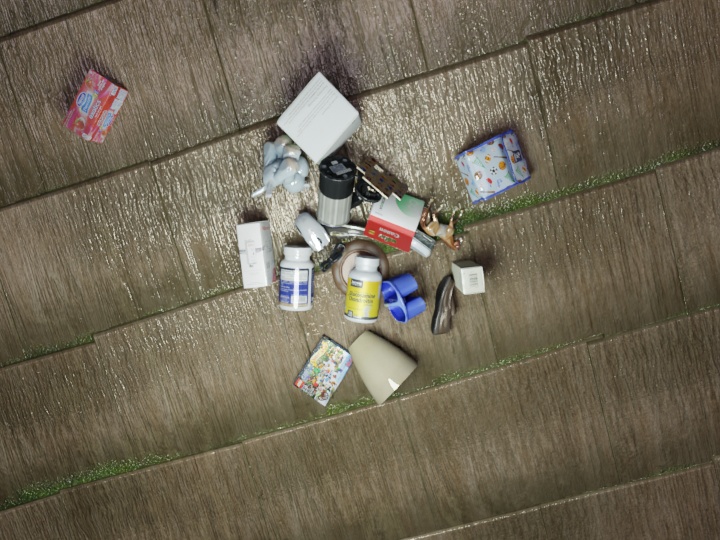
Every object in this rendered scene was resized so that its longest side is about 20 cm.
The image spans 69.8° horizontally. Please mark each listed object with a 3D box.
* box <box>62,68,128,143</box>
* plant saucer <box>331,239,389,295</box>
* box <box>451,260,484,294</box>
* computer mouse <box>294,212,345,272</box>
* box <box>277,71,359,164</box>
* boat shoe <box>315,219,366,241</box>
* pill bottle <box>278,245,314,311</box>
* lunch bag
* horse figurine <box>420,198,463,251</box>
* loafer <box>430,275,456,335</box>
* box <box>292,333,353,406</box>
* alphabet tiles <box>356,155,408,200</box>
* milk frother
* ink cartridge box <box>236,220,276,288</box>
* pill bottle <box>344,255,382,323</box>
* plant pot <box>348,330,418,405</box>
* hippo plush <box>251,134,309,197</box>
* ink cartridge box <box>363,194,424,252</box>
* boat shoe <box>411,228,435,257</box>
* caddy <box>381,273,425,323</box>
[{"bbox_3d":[-0.850,-0.525,1.660,0.094,0.100,0.202,32,98,-2],"label":"box"},{"bbox_3d":[0.000,0.000,1.720,0.195,0.037,0.205,0,97,2],"label":"plant saucer"},{"bbox_3d":[0.337,0.018,1.624,0.067,0.200,0.084,-7,98,3],"label":"box"},{"bbox_3d":[-0.139,-0.103,1.640,0.109,0.044,0.201,-40,82,-4],"label":"computer mouse"},{"bbox_3d":[-0.119,-0.456,1.588,0.171,0.199,0.200,43,98,-3],"label":"box"},{"bbox_3d":[-0.066,-0.125,1.692,0.196,0.072,0.062,9,96,9],"label":"boat shoe"},{"bbox_3d":[-0.209,0.023,1.691,0.113,0.116,0.205,3,97,2],"label":"pill bottle"},{"bbox_3d":[0.426,-0.330,1.623,0.197,0.124,0.173,-24,96,-9],"label":"lunch bag"},{"bbox_3d":[0.259,-0.150,1.662,0.197,0.050,0.135,13,104,-30],"label":"horse figurine"},{"bbox_3d":[0.285,0.117,1.711,0.069,0.073,0.205,9,103,-7],"label":"loafer"},{"bbox_3d":[-0.123,0.341,1.765,0.135,0.038,0.202,32,97,-2],"label":"box"},{"bbox_3d":[0.069,-0.282,1.606,0.166,0.200,0.008,41,118,-3],"label":"alphabet tiles"},{"bbox_3d":[-0.038,-0.217,1.589,0.176,0.202,0.190,-7,140,-14],"label":"milk frother"},{"bbox_3d":[-0.334,-0.055,1.671,0.081,0.147,0.205,-6,96,3],"label":"ink cartridge box"},{"bbox_3d":[0.011,0.058,1.653,0.109,0.112,0.205,6,97,2],"label":"pill bottle"},{"bbox_3d":[0.059,0.301,1.696,0.187,0.187,0.200,-45,80,7],"label":"plant pot"},{"bbox_3d":[-0.217,-0.305,1.618,0.157,0.160,0.205,7,83,38],"label":"hippo plush"},{"bbox_3d":[0.107,-0.167,1.627,0.158,0.202,0.051,21,139,-1],"label":"ink cartridge box"},{"bbox_3d":[0.158,-0.127,1.689,0.199,0.072,0.072,37,81,-7],"label":"boat shoe"},{"bbox_3d":[0.124,0.091,1.651,0.103,0.200,0.144,-23,93,-11],"label":"caddy"}]
